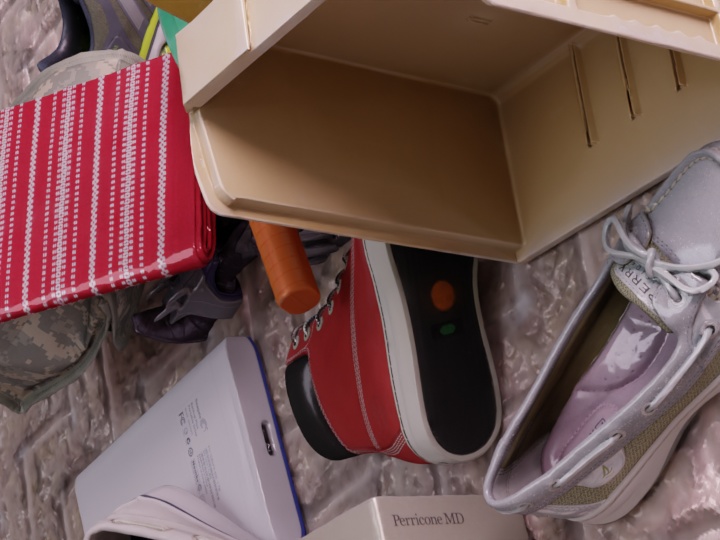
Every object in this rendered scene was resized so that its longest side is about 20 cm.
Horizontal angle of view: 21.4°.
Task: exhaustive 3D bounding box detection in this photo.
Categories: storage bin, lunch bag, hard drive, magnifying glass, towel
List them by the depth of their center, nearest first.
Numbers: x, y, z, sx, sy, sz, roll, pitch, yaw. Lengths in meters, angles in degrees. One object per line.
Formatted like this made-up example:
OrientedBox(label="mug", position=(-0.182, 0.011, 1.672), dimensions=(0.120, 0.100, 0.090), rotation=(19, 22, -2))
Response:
OrientedBox(label="storage bin", position=(0.052, -0.093, 0.828), dimensions=(0.200, 0.197, 0.094), rotation=(-33, 58, 47))
OrientedBox(label="magnifying glass", position=(-0.062, -0.068, 0.990), dimensions=(0.022, 0.080, 0.201), rotation=(-29, 62, 13))
OrientedBox(label="towel", position=(-0.169, -0.041, 1.076), dimensions=(0.199, 0.022, 0.146), rotation=(-15, 57, 20))
OrientedBox(label="hard drive", position=(-0.109, 0.146, 1.165), dimensions=(0.200, 0.025, 0.133), rotation=(-42, 56, 43))
OrientedBox(label="lunch bag", position=(-0.188, -0.025, 1.180), dimensions=(0.200, 0.117, 0.165), rotation=(-32, 41, 49))

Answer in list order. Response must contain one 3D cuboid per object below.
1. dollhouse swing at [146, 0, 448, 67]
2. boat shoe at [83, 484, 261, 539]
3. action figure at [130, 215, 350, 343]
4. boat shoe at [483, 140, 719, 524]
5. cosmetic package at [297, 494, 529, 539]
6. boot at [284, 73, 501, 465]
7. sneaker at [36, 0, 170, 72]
OrientedBox(label="dollhouse swing", position=(-0.021, -0.203, 0.886), dimensions=(0.200, 0.175, 0.183), rotation=(-30, 32, 43))
OrientedBox(label="boat shoe", position=(-0.073, 0.179, 1.051), dimensions=(0.199, 0.065, 0.072), rotation=(28, 121, 34))
OrientedBox(label="action figure", position=(-0.055, -0.041, 1.074), dimensions=(0.200, 0.069, 0.131), rotation=(-48, 40, 35))
OrientedBox(label="boat shoe", position=(0.121, 0.030, 0.834), dimensions=(0.075, 0.064, 0.203), rotation=(56, 129, 39))
OrientedBox(label="cosmetic package", position=(0.040, 0.214, 0.899), dimensions=(0.087, 0.103, 0.201), rotation=(-36, 61, 44))
OrientedBox(label="boot", position=(0.000, 0.000, 0.992), dimensions=(0.144, 0.072, 0.202), rotation=(-5, 90, 55))
OrientedBox(label="sneaker", position=(-0.149, -0.199, 1.199), dimensions=(0.074, 0.080, 0.202), rotation=(27, 109, 50))
